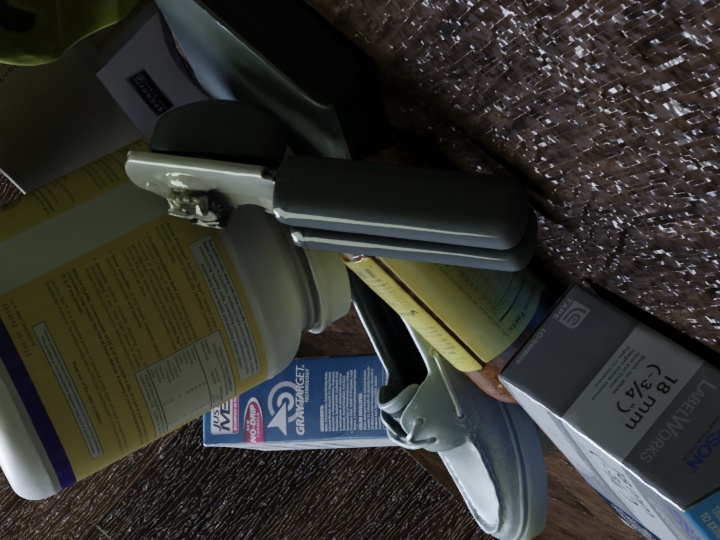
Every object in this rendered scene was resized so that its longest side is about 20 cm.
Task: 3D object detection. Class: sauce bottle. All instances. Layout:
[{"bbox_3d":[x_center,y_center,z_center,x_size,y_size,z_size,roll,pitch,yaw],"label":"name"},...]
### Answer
[{"bbox_3d":[0.064,0.023,0.775,0.200,0.066,0.066,45,173,-25],"label":"sauce bottle"}]

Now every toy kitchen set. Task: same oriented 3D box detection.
[{"bbox_3d":[-0.214,-0.135,0.840,0.180,0.200,0.163,40,173,22],"label":"toy kitchen set"}]

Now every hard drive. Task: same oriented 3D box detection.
[{"bbox_3d":[-0.046,-0.101,0.792,0.139,0.033,0.200,41,173,14],"label":"hard drive"}]

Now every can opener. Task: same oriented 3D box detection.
[{"bbox_3d":[-0.016,-0.041,0.689,0.198,0.067,0.053,11,164,20],"label":"can opener"}]

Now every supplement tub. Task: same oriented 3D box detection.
[{"bbox_3d":[-0.119,0.013,0.802,0.146,0.198,0.146,56,163,26],"label":"supplement tub"}]

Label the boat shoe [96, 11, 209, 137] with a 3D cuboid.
[{"bbox_3d":[-0.130,-0.108,0.949,0.200,0.070,0.070,51,167,27],"label":"boat shoe"}]

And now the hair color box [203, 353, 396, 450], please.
[{"bbox_3d":[-0.003,0.093,1.072,0.197,0.061,0.100,-5,169,23],"label":"hair color box"}]

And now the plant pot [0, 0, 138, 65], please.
[{"bbox_3d":[-0.164,-0.164,0.531,0.183,0.202,0.201,27,167,25],"label":"plant pot"}]

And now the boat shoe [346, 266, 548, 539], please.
[{"bbox_3d":[0.038,0.061,0.830,0.070,0.071,0.203,-16,95,63],"label":"boat shoe"}]

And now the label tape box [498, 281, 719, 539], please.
[{"bbox_3d":[0.168,0.102,0.676,0.144,0.063,0.200,47,173,-37],"label":"label tape box"}]

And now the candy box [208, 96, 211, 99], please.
[{"bbox_3d":[-0.135,-0.043,0.966,0.102,0.200,0.027,38,160,33],"label":"candy box"}]

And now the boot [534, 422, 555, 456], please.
[{"bbox_3d":[0.083,0.061,0.948,0.096,0.073,0.201,46,167,22],"label":"boot"}]
